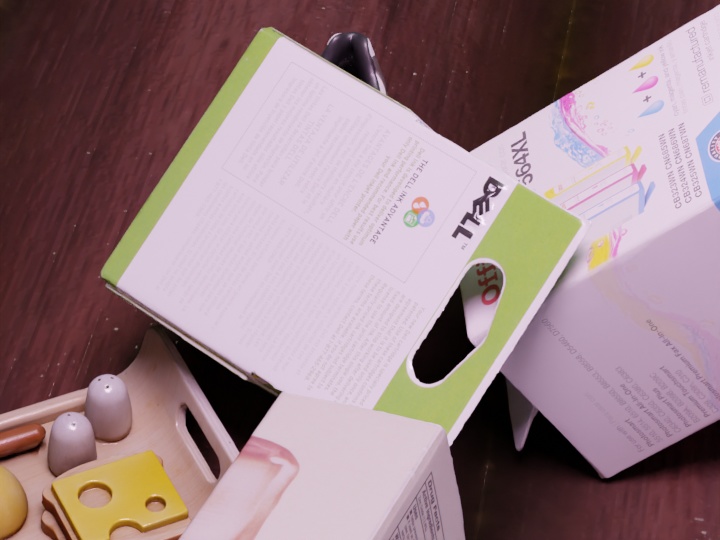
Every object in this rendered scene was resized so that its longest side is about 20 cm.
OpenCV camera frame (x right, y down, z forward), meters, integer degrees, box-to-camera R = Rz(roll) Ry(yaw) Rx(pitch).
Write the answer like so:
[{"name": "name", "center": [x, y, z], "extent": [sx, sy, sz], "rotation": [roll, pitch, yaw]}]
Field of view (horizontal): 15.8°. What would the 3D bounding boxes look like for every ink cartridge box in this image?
[{"name": "ink cartridge box", "center": [0.138, -0.008, 1.245], "extent": [0.199, 0.125, 0.129], "rotation": [-30, 38, 20]}, {"name": "ink cartridge box", "center": [0.000, 0.000, 1.227], "extent": [0.199, 0.076, 0.148], "rotation": [32, 87, 25]}]

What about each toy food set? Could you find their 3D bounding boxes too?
[{"name": "toy food set", "center": [-0.156, 0.102, 1.195], "extent": [0.199, 0.061, 0.144], "rotation": [-17, 47, -21]}]

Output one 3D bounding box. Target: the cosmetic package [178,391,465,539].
[{"name": "cosmetic package", "center": [-0.036, 0.158, 1.102], "extent": [0.087, 0.104, 0.200], "rotation": [12, 43, 26]}]

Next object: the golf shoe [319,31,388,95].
[{"name": "golf shoe", "center": [-0.028, -0.043, 1.337], "extent": [0.077, 0.095, 0.201], "rotation": [9, 45, 3]}]
